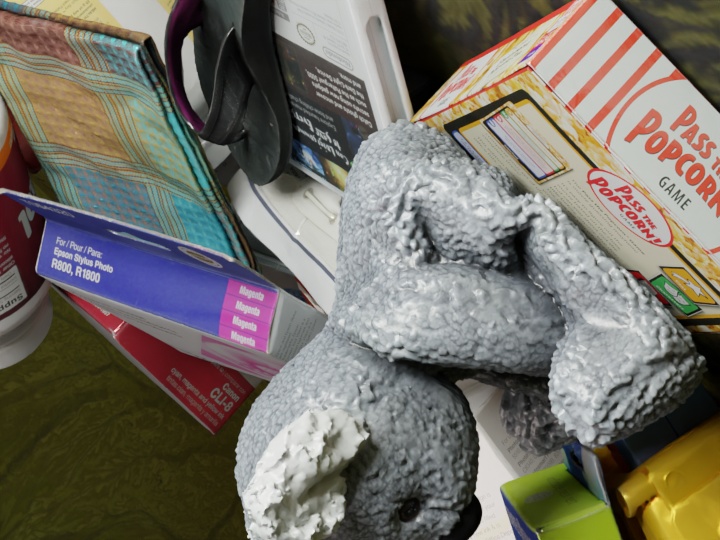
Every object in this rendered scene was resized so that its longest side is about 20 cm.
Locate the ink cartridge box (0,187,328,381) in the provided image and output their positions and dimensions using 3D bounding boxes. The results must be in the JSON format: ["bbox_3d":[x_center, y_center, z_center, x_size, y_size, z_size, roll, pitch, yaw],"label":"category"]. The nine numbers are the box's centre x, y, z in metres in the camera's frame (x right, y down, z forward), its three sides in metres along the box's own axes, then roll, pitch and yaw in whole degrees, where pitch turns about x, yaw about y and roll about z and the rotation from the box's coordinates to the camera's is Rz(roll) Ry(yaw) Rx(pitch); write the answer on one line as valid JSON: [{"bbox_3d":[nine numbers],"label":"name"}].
[{"bbox_3d":[-0.092,0.023,1.037,0.195,0.044,0.200,16,170,39],"label":"ink cartridge box"}]

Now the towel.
[{"bbox_3d":[-0.146,-0.072,1.035,0.146,0.022,0.201,15,147,30],"label":"towel"}]

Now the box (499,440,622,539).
[{"bbox_3d":[0.126,0.190,0.949,0.122,0.047,0.201,-143,34,-84],"label":"box"}]

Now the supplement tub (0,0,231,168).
[{"bbox_3d":[-0.167,-0.150,1.110,0.200,0.145,0.145,49,168,-27],"label":"supplement tub"}]

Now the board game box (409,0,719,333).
[{"bbox_3d":[0.109,-0.038,0.785,0.151,0.046,0.200,45,170,-8],"label":"board game box"}]

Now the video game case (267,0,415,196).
[{"bbox_3d":[-0.039,-0.124,0.931,0.200,0.023,0.183,34,150,47],"label":"video game case"}]

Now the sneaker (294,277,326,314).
[{"bbox_3d":[0.024,0.054,1.239,0.073,0.077,0.201,22,140,51],"label":"sneaker"}]

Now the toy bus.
[{"bbox_3d":[0.183,0.128,0.985,0.193,0.135,0.200,56,173,5],"label":"toy bus"}]

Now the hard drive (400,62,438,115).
[{"bbox_3d":[0.012,-0.074,1.025,0.135,0.042,0.200,49,168,-27],"label":"hard drive"}]

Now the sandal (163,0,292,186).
[{"bbox_3d":[-0.078,-0.116,0.929,0.075,0.048,0.201,44,156,32],"label":"sandal"}]

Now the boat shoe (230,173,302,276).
[{"bbox_3d":[0.000,0.000,1.157,0.200,0.072,0.070,25,-171,-17],"label":"boat shoe"}]

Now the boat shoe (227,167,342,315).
[{"bbox_3d":[-0.010,-0.022,1.016,0.071,0.070,0.200,35,-173,-38],"label":"boat shoe"}]

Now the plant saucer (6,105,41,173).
[{"bbox_3d":[-0.256,-0.195,1.175,0.036,0.201,0.200,-12,135,31],"label":"plant saucer"}]

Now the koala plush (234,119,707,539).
[{"bbox_3d":[0.017,0.056,0.820,0.184,0.200,0.177,44,172,1],"label":"koala plush"}]

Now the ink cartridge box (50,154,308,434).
[{"bbox_3d":[-0.108,-0.023,1.253,0.145,0.200,0.145,35,169,42],"label":"ink cartridge box"}]

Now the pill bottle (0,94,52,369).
[{"bbox_3d":[-0.257,-0.028,1.118,0.113,0.113,0.201,37,154,28],"label":"pill bottle"}]

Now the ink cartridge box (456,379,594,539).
[{"bbox_3d":[0.099,0.138,1.141,0.128,0.125,0.201,-29,99,42],"label":"ink cartridge box"}]
